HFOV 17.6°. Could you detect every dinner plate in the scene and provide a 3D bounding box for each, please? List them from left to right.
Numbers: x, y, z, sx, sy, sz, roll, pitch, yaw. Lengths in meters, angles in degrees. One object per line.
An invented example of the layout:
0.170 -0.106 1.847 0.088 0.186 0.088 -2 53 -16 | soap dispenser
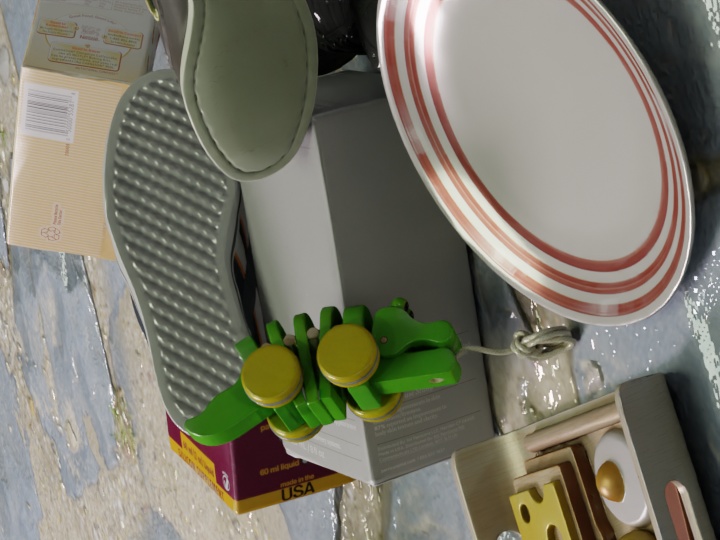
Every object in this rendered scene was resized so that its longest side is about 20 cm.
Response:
0.081 -0.067 1.048 0.200 0.024 0.201 36 145 31 | dinner plate

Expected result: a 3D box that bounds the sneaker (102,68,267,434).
-0.095 -0.007 1.281 0.079 0.078 0.202 39 -137 -85 | sneaker

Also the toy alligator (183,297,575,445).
0.006 0.039 1.154 0.059 0.199 0.055 58 -161 -61 | toy alligator

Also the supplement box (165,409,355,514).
-0.067 0.028 1.400 0.110 0.085 0.201 34 133 57 | supplement box

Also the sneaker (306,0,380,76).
0.013 -0.129 1.164 0.105 0.060 0.200 68 151 24 | sneaker

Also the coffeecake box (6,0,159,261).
-0.162 -0.134 1.428 0.154 0.072 0.201 104 174 -48 | coffeecake box

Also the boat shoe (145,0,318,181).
-0.069 -0.139 1.121 0.061 0.071 0.202 47 153 51 | boat shoe

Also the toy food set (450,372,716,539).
0.107 0.138 1.108 0.200 0.060 0.145 -31 75 65 | toy food set

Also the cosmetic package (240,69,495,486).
0.000 0.000 1.234 0.107 0.090 0.202 12 118 61 | cosmetic package
